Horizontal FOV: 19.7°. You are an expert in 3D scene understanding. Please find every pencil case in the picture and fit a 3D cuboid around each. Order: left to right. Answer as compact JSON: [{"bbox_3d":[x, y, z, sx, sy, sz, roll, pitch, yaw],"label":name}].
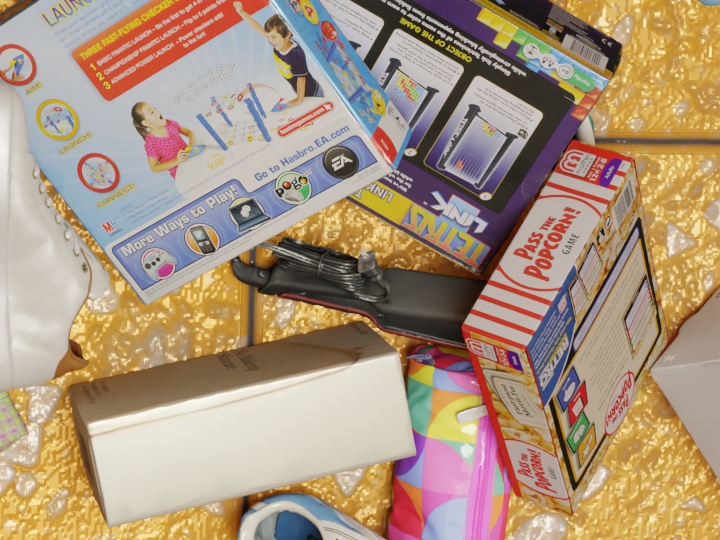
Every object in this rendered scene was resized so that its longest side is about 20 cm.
[{"bbox_3d":[0.061,0.144,1.365,0.088,0.088,0.200,3,102,-15],"label":"pencil case"}]

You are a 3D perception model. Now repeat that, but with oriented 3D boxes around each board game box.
[{"bbox_3d":[-0.106,-0.105,1.239,0.200,0.056,0.196,-27,109,27],"label":"board game box"},{"bbox_3d":[0.032,-0.114,1.262,0.200,0.057,0.165,31,125,-3],"label":"board game box"},{"bbox_3d":[0.134,0.040,1.299,0.152,0.046,0.200,-57,150,-26],"label":"board game box"}]

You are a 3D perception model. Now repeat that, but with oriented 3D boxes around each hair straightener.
[{"bbox_3d":[0.000,0.000,1.306,0.200,0.077,0.041,17,60,11],"label":"hair straightener"}]

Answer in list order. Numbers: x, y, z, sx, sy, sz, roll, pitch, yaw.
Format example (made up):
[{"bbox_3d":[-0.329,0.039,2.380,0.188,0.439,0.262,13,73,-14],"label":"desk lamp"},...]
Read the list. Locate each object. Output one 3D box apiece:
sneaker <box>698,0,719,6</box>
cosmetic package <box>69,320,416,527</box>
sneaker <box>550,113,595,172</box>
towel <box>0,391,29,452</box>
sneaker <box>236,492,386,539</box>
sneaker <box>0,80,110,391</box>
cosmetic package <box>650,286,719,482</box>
[{"bbox_3d":[0.258,-0.260,1.337,0.131,0.080,0.200,35,107,-18],"label":"sneaker"},{"bbox_3d":[-0.076,0.095,1.312,0.200,0.104,0.073,-13,103,-13],"label":"cosmetic package"},{"bbox_3d":[0.102,-0.151,1.314,0.070,0.093,0.200,-25,106,-9],"label":"sneaker"},{"bbox_3d":[-0.326,0.090,1.290,0.200,0.023,0.144,-27,105,-9],"label":"towel"},{"bbox_3d":[0.007,0.202,1.315,0.200,0.072,0.072,22,106,28],"label":"sneaker"},{"bbox_3d":[-0.198,-0.025,1.256,0.085,0.073,0.200,-8,118,-19],"label":"sneaker"},{"bbox_3d":[0.295,0.109,1.402,0.107,0.090,0.200,-47,114,-33],"label":"cosmetic package"}]
